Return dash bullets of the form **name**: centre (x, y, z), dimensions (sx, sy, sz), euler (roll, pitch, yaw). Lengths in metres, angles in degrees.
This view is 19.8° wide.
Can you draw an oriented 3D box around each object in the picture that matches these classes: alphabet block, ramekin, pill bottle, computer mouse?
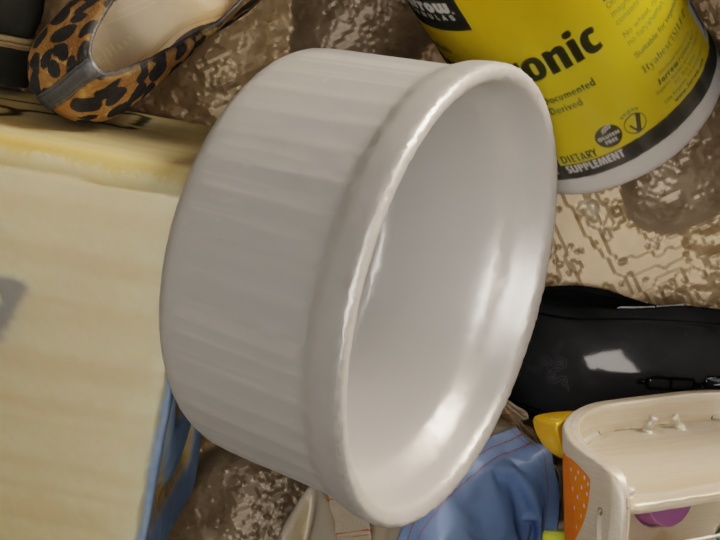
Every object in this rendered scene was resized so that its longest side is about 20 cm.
- **alphabet block**: centre (-0.171, 0.020, 0.956), dimensions (0.200, 0.195, 0.197), euler (11, 98, 2)
- **ramekin**: centre (0.000, 0.000, 0.882), dimensions (0.098, 0.200, 0.201), euler (16, 101, 25)
- **pill bottle**: centre (0.074, -0.139, 0.920), dimensions (0.111, 0.111, 0.200), euler (-31, 123, 7)
- **computer mouse**: centre (0.166, 0.026, 1.011), dimensions (0.200, 0.046, 0.141), euler (13, 101, 1)

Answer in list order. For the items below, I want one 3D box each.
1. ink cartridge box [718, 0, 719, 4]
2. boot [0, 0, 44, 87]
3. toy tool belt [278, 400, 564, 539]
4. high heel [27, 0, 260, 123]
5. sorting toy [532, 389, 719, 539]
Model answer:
- **ink cartridge box**: centre (0.193, -0.110, 0.960), dimensions (0.039, 0.099, 0.200), euler (-25, 96, 13)
- **boot**: centre (-0.227, -0.173, 0.953), dimensions (0.077, 0.200, 0.138), euler (21, 97, 43)
- **toy tool belt**: centre (0.030, 0.141, 0.953), dimensions (0.123, 0.200, 0.125), euler (16, 130, 29)
- **high heel**: centre (-0.069, -0.141, 0.939), dimensions (0.200, 0.143, 0.071), euler (-43, 104, -3)
- **sorting toy**: centre (0.149, 0.153, 0.941), dimensions (0.200, 0.107, 0.180), euler (-3, 103, -36)
